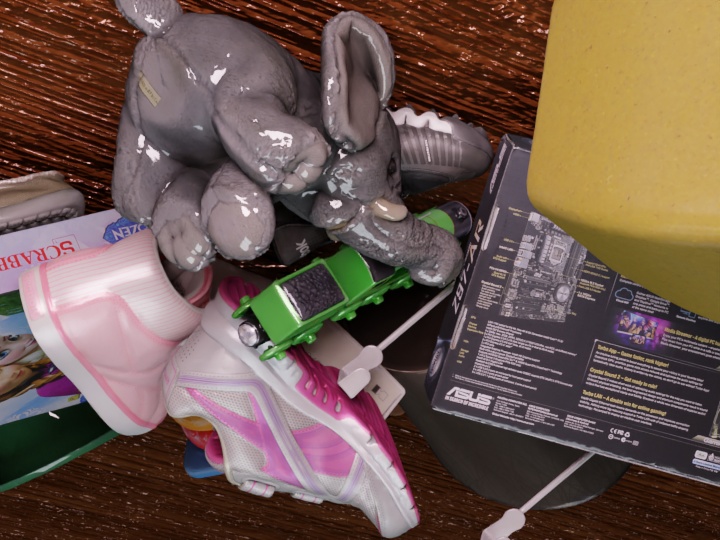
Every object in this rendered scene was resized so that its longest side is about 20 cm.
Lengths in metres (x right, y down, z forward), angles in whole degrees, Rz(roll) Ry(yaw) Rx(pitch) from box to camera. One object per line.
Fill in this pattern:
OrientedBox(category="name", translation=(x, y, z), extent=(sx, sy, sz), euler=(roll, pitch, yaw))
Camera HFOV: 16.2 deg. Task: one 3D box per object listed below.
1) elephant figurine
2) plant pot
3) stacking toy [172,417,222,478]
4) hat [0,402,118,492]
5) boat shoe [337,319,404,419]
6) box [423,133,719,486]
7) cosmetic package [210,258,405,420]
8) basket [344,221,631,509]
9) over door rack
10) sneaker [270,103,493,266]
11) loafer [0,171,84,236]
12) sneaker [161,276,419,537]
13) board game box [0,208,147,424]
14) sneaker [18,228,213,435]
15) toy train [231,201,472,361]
OrientedBox(category="elephant figurine", translation=(-0.034, -0.073, 1.373), extent=(0.141, 0.156, 0.200), euler=(30, -154, 32))
OrientedBox(category="plant pot", translation=(0.197, -0.070, 1.253), extent=(0.199, 0.196, 0.194), euler=(-2, 160, 31))
OrientedBox(category="stacking toy", translation=(-0.124, 0.047, 1.762), extent=(0.109, 0.116, 0.200), euler=(-17, 139, 30))
OrientedBox(category="hat", translation=(-0.257, 0.058, 1.897), extent=(0.165, 0.177, 0.200), euler=(-22, -174, 45))
OrientedBox(category="boat shoe", translation=(0.008, 0.069, 1.804), extent=(0.067, 0.072, 0.200), euler=(5, 169, 0))
OrientedBox(category="box", translation=(0.154, 0.025, 1.447), extent=(0.199, 0.161, 0.044), euler=(14, -167, -8))
OrientedBox(category="cosmetic package", translation=(-0.063, 0.063, 1.633), extent=(0.103, 0.087, 0.200), euler=(43, 172, -18))
OrientedBox(category="basket", translation=(0.077, 0.055, 1.680), extent=(0.180, 0.136, 0.200), euler=(27, 168, 34))
OrientedBox(category="over door rack", translation=(0.101, 0.052, 1.513), extent=(0.148, 0.200, 0.067), euler=(49, 176, -7))
OrientedBox(category="sneaker", translation=(-0.021, -0.045, 1.478), extent=(0.199, 0.091, 0.066), euler=(-1, 160, 10))
OrientedBox(category="loafer", translation=(-0.271, -0.035, 1.560), extent=(0.199, 0.070, 0.075), euler=(-11, 158, -8))
OrientedBox(category="sneaker", translation=(-0.044, 0.095, 1.501), extent=(0.088, 0.081, 0.200), euler=(-40, 114, 10))
OrientedBox(category="board game box", translation=(-0.220, 0.039, 1.593), extent=(0.199, 0.041, 0.200), euler=(-15, 156, -27))
OrientedBox(category="sneaker", translation=(-0.125, 0.036, 1.531), extent=(0.104, 0.076, 0.200), euler=(-23, 154, 5))
OrientedBox(category="toy train", translation=(0.000, 0.000, 1.462), extent=(0.056, 0.042, 0.200), euler=(-38, 174, 40))
